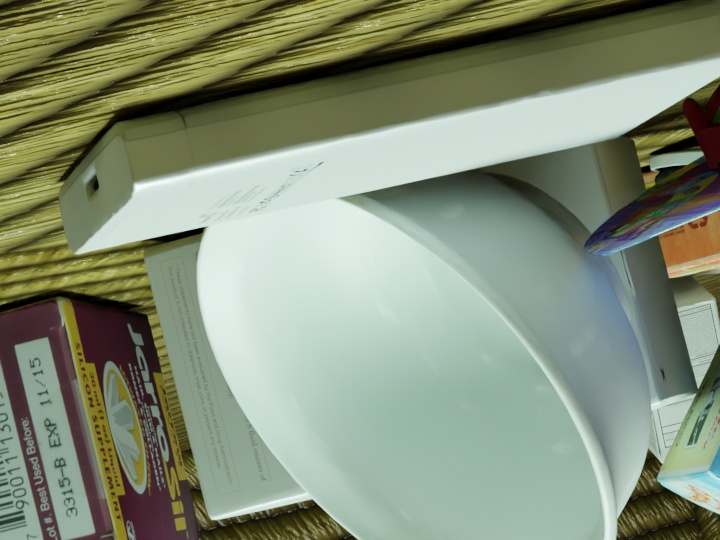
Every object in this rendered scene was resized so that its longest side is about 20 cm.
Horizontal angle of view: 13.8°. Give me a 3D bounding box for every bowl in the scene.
[{"bbox_3d":[0.040,0.026,1.143,0.090,0.201,0.201,-43,-168,-32],"label":"bowl"}]

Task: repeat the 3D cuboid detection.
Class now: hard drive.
[{"bbox_3d":[0.009,-0.046,0.975,0.200,0.027,0.132,-12,175,-16],"label":"hard drive"}]

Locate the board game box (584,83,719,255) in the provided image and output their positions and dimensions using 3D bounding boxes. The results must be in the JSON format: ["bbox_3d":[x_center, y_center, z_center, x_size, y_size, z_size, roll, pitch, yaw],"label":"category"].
[{"bbox_3d":[0.163,-0.069,1.073,0.200,0.039,0.158,-23,-172,33],"label":"board game box"}]

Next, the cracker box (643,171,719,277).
[{"bbox_3d":[0.235,-0.040,1.554,0.134,0.058,0.200,-16,174,24],"label":"cracker box"}]

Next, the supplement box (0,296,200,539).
[{"bbox_3d":[-0.156,0.090,1.457,0.103,0.131,0.200,-15,176,6],"label":"supplement box"}]

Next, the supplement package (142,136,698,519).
[{"bbox_3d":[0.029,0.023,1.276,0.200,0.121,0.120,-15,176,13],"label":"supplement package"}]

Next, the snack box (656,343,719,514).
[{"bbox_3d":[0.193,0.007,1.270,0.037,0.200,0.116,26,173,-2],"label":"snack box"}]

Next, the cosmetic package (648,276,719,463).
[{"bbox_3d":[0.152,0.032,1.619,0.051,0.083,0.200,-13,-164,-6],"label":"cosmetic package"}]

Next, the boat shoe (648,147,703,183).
[{"bbox_3d":[0.221,-0.027,1.389,0.200,0.060,0.076,5,-174,42],"label":"boat shoe"}]
